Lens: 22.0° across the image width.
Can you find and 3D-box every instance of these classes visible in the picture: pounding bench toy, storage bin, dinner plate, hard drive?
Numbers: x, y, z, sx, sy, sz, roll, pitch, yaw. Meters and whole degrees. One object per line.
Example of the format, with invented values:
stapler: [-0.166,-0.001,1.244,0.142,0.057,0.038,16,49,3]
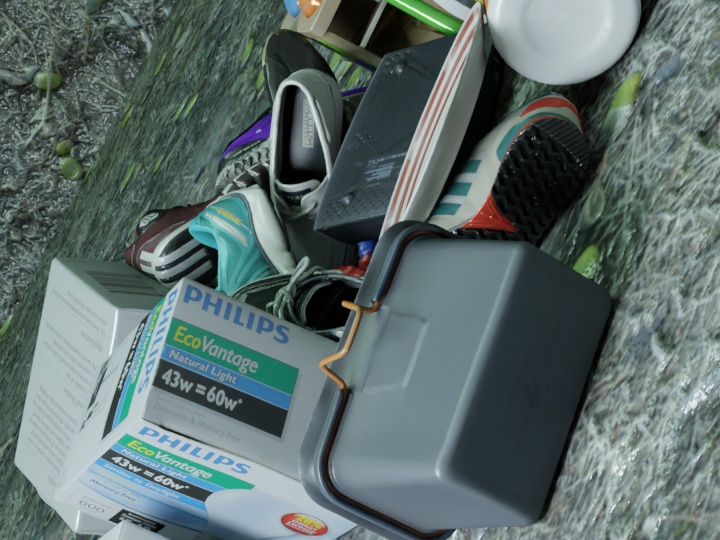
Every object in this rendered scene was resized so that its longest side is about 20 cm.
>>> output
pounding bench toy: [0.028,-0.240,1.644,0.125,0.155,0.200,-64,17,0]
storage bin: [0.061,0.065,1.155,0.134,0.145,0.201,-7,58,58]
dinner plate: [0.057,-0.099,1.348,0.200,0.024,0.201,-160,90,-85]
hard drive: [0.046,-0.109,1.508,0.134,0.042,0.201,-12,44,38]

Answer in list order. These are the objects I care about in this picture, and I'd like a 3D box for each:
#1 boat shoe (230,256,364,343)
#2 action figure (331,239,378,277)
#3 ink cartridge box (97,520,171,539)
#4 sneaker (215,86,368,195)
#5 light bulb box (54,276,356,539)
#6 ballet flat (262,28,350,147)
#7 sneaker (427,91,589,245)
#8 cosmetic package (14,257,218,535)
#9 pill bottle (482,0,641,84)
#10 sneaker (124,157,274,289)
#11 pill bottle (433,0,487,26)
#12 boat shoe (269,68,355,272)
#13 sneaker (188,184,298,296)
boat shoe: [-0.036,0.031,1.430,0.199,0.068,0.074,11,71,38]
action figure: [0.000,0.000,1.540,0.099,0.065,0.200,-45,23,32]
ink cartridge box: [-0.156,0.253,1.400,0.116,0.199,0.067,-38,30,54]
sneaker: [-0.049,-0.134,1.735,0.199,0.070,0.100,-24,31,11]
light bulb box: [-0.102,0.129,1.425,0.200,0.197,0.125,-42,29,54]
ballet flat: [-0.038,-0.120,1.650,0.066,0.201,0.057,-23,-4,-13]
sneaker: [0.094,-0.045,1.327,0.200,0.070,0.094,-53,12,27]
cosmetic package: [-0.188,0.110,1.626,0.167,0.166,0.201,31,111,56]
pill bottle: [0.140,-0.227,1.366,0.110,0.109,0.200,-56,18,26]
sneaker: [-0.131,-0.053,1.662,0.200,0.076,0.115,-30,25,-33]
pill bottle: [0.129,-0.308,1.515,0.200,0.111,0.112,-54,19,31]
boat shoe: [-0.046,-0.071,1.588,0.066,0.072,0.201,-28,-57,-66]
sneaker: [-0.081,0.025,1.542,0.078,0.079,0.201,77,169,-64]
